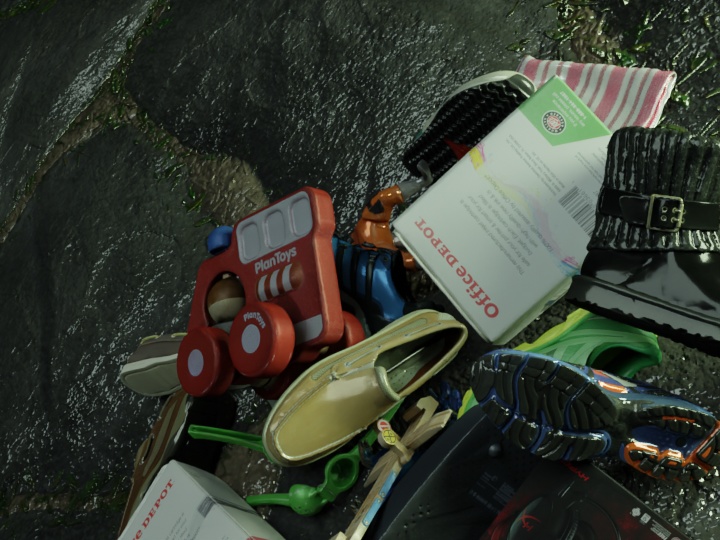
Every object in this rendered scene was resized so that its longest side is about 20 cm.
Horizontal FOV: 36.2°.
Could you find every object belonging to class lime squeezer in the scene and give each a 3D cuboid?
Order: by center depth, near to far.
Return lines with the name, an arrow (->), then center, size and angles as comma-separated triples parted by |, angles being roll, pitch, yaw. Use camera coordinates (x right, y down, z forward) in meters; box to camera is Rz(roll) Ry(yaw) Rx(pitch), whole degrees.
lime squeezer -> -0.062, 0.149, 1.047 | 0.200, 0.071, 0.038 | -17, 21, 27
lime squeezer -> -0.031, 0.197, 1.065 | 0.200, 0.038, 0.071 | -37, 11, 16

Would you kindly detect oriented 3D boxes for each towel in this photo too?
towel -> 0.203, -0.149, 1.103 | 0.200, 0.030, 0.147 | 19, 74, 47

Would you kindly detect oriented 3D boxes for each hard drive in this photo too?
hard drive -> 0.073, 0.210, 0.884 | 0.200, 0.135, 0.042 | -52, 30, -1

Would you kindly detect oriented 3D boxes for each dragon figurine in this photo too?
dragon figurine -> 0.049, 0.192, 0.970 | 0.099, 0.059, 0.200 | -17, 50, 32

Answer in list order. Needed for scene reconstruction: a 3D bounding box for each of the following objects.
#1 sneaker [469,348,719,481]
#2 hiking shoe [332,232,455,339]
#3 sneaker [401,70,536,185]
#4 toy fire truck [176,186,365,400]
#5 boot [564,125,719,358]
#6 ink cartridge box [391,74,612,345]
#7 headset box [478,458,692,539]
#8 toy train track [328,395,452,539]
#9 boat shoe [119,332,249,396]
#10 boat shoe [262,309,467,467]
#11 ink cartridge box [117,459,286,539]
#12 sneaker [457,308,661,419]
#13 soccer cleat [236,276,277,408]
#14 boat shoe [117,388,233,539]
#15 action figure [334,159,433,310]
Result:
sneaker -> 0.175, 0.108, 0.846 | 0.078, 0.200, 0.076 | -112, 43, -78
hiking shoe -> 0.000, 0.000, 1.058 | 0.087, 0.074, 0.200 | -43, 77, 11
sneaker -> 0.115, -0.161, 1.098 | 0.094, 0.070, 0.200 | -59, 11, -31
toy fire truck -> -0.091, 0.028, 1.020 | 0.200, 0.112, 0.168 | -22, 68, 42
boot -> 0.274, -0.021, 0.855 | 0.211, 0.079, 0.158 | 19, 84, 20
ink cartridge box -> 0.151, -0.049, 0.989 | 0.200, 0.087, 0.145 | -42, 76, 9
headset box -> 0.151, 0.253, 0.825 | 0.200, 0.075, 0.149 | -51, 42, -1
toy train track -> 0.011, 0.162, 0.888 | 0.115, 0.033, 0.200 | -45, 4, 40
boat shoe -> -0.182, 0.097, 1.234 | 0.200, 0.072, 0.060 | -11, 45, 32
boat shoe -> 0.006, 0.096, 0.932 | 0.200, 0.072, 0.076 | -38, 12, -17
ink cartridge box -> -0.144, 0.293, 1.043 | 0.200, 0.083, 0.147 | 30, 88, 48
sneaker -> 0.163, 0.101, 0.925 | 0.200, 0.074, 0.084 | -40, 39, 12
soccer cleat -> -0.094, 0.079, 1.145 | 0.086, 0.070, 0.200 | -60, 42, 43
boat shoe -> -0.204, 0.210, 1.177 | 0.074, 0.076, 0.200 | -6, 49, 45
action figure -> 0.015, 0.005, 1.137 | 0.193, 0.104, 0.200 | -25, 75, 34
